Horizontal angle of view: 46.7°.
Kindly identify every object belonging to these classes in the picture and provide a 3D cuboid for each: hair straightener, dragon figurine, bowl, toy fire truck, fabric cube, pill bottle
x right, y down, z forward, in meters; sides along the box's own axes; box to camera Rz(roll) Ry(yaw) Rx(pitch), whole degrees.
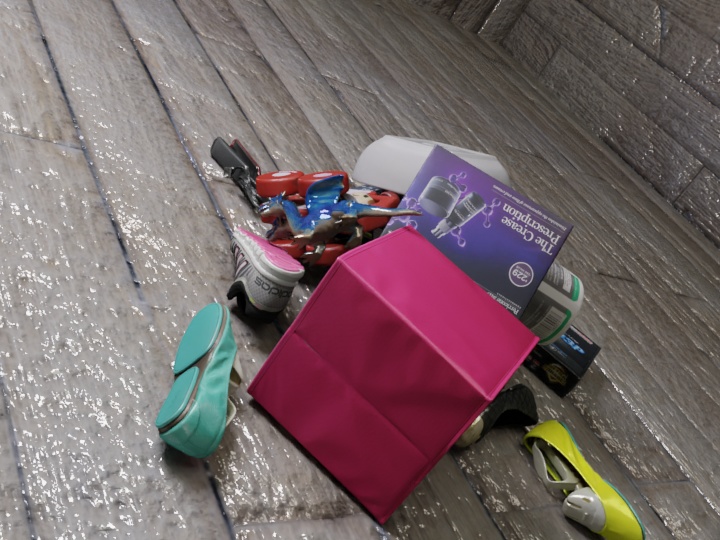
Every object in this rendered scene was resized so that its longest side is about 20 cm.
[{"bbox_3d":[-0.172,-0.126,1.227,0.076,0.041,0.201,2,45,-48],"label":"hair straightener"},{"bbox_3d":[-0.032,-0.069,0.972,0.059,0.198,0.100,54,21,-43],"label":"dragon figurine"},{"bbox_3d":[0.111,-0.145,1.213,0.199,0.076,0.198,23,17,38],"label":"bowl"},{"bbox_3d":[-0.035,-0.083,1.118,0.199,0.114,0.167,7,21,42],"label":"toy fire truck"},{"bbox_3d":[0.038,0.102,0.897,0.199,0.201,0.196,41,26,10],"label":"fabric cube"},{"bbox_3d":[0.201,0.009,1.156,0.199,0.113,0.113,32,25,-16],"label":"pill bottle"}]

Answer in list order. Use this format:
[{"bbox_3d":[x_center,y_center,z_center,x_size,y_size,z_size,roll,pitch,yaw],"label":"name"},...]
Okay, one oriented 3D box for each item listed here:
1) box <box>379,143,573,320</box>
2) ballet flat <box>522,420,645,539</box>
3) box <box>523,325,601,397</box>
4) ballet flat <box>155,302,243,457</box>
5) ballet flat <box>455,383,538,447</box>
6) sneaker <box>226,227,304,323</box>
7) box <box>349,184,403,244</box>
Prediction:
[{"bbox_3d":[0.142,-0.042,1.048,0.199,0.142,0.079,31,-4,7],"label":"box"},{"bbox_3d":[0.271,0.273,1.050,0.066,0.067,0.201,-7,41,-25],"label":"ballet flat"},{"bbox_3d":[0.287,0.101,1.363,0.200,0.046,0.159,41,27,14],"label":"box"},{"bbox_3d":[-0.151,0.112,0.824,0.071,0.067,0.201,51,19,-23],"label":"ballet flat"},{"bbox_3d":[0.179,0.190,1.066,0.199,0.066,0.057,-10,61,-54],"label":"ballet flat"},{"bbox_3d":[-0.127,0.008,1.007,0.073,0.088,0.200,24,5,-24],"label":"sneaker"},{"bbox_3d":[0.048,-0.082,1.246,0.156,0.052,0.199,-16,26,-33],"label":"box"}]
